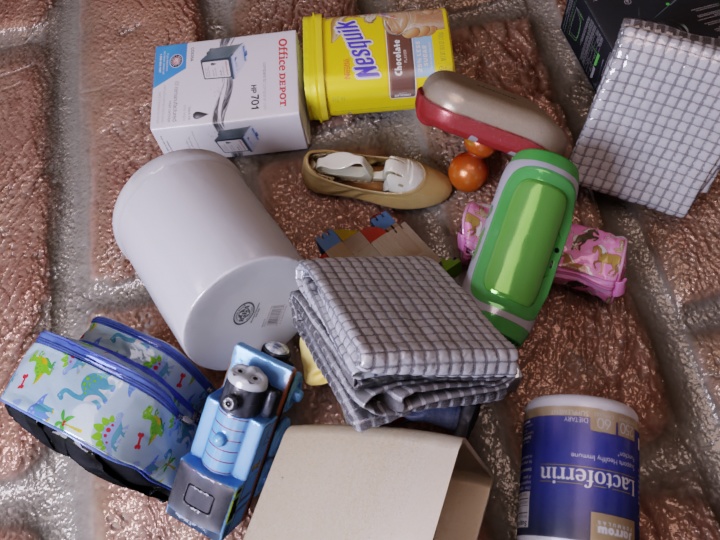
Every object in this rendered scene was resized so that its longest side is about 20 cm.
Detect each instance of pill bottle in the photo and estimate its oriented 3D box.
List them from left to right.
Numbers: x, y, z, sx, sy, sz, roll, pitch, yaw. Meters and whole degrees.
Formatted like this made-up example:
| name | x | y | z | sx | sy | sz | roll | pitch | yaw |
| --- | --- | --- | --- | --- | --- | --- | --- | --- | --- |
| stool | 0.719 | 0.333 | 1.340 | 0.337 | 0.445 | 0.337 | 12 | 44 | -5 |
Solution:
| name | x | y | z | sx | sy | sz | roll | pitch | yaw |
| --- | --- | --- | --- | --- | --- | --- | --- | --- | --- |
| pill bottle | 0.215 | 0.233 | 0.691 | 0.115 | 0.116 | 0.201 | 6 | 67 | 8 |

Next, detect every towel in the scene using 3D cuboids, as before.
| name | x | y | z | sx | sy | sz | roll | pitch | yaw |
| --- | --- | --- | --- | --- | --- | --- | --- | --- | --- |
| towel | 0.035 | 0.061 | 0.667 | 0.165 | 0.086 | 0.200 | 0 | 28 | -25 |
| towel | 0.352 | -0.178 | 0.823 | 0.165 | 0.201 | 0.086 | 18 | 39 | 8 |

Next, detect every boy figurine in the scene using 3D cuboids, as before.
| name | x | y | z | sx | sy | sz | roll | pitch | yaw |
| --- | --- | --- | --- | --- | --- | --- | --- | --- | --- |
| boy figurine | 0.023 | 0.116 | 0.712 | 0.199 | 0.065 | 0.124 | 17 | 34 | 14 |

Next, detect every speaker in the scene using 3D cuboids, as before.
| name | x | y | z | sx | sy | sz | roll | pitch | yaw |
| --- | --- | --- | --- | --- | --- | --- | --- | --- | --- |
| speaker | 0.168 | -0.025 | 0.747 | 0.088 | 0.088 | 0.201 | 19 | 79 | 13 |

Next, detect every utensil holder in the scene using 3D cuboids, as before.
| name | x | y | z | sx | sy | sz | roll | pitch | yaw |
| --- | --- | --- | --- | --- | --- | --- | --- | --- | --- |
| utensil holder | -0.165 | -0.013 | 0.785 | 0.170 | 0.170 | 0.200 | -33 | 52 | -10 |

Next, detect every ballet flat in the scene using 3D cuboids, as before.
| name | x | y | z | sx | sy | sz | roll | pitch | yaw |
| --- | --- | --- | --- | --- | --- | --- | --- | --- | --- |
| ballet flat | 0.019 | -0.120 | 0.899 | 0.199 | 0.063 | 0.069 | 5 | 66 | 7 |

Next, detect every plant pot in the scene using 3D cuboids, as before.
| name | x | y | z | sx | sy | sz | roll | pitch | yaw |
| --- | --- | --- | --- | --- | --- | --- | --- | --- | --- |
| plant pot | 0.004 | 0.250 | 0.667 | 0.176 | 0.200 | 0.201 | 12 | 70 | 25 |

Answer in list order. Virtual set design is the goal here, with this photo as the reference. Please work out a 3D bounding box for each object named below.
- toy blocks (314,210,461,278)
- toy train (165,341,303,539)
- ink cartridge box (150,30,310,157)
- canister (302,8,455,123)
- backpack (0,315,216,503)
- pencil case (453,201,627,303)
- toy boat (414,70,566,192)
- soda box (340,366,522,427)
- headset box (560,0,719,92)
| name | x | y | z | sx | sy | sz | roll | pitch | yaw |
| --- | --- | --- | --- | --- | --- | --- | --- | --- | --- |
| toy blocks | 0.000 | 0.000 | 0.840 | 0.199 | 0.100 | 0.137 | -33 | 55 | -11 |
| toy train | -0.124 | 0.170 | 0.719 | 0.086 | 0.114 | 0.201 | 23 | 104 | 12 |
| ink cartridge box | -0.175 | -0.238 | 0.960 | 0.199 | 0.086 | 0.147 | -7 | 65 | 4 |
| canister | 0.024 | -0.287 | 0.964 | 0.199 | 0.087 | 0.149 | -4 | 65 | 2 |
| backpack | -0.258 | 0.135 | 0.732 | 0.182 | 0.200 | 0.148 | 20 | 69 | 15 |
| pencil case | 0.213 | -0.023 | 0.826 | 0.199 | 0.083 | 0.087 | 14 | 76 | 11 |
| toy boat | 0.154 | -0.160 | 0.881 | 0.199 | 0.131 | 0.131 | 18 | 25 | -6 |
| soda box | 0.073 | 0.124 | 0.782 | 0.199 | 0.064 | 0.068 | -16 | 65 | -2 |
| headset box | 0.393 | -0.308 | 0.934 | 0.173 | 0.093 | 0.201 | -17 | 65 | -3 |
